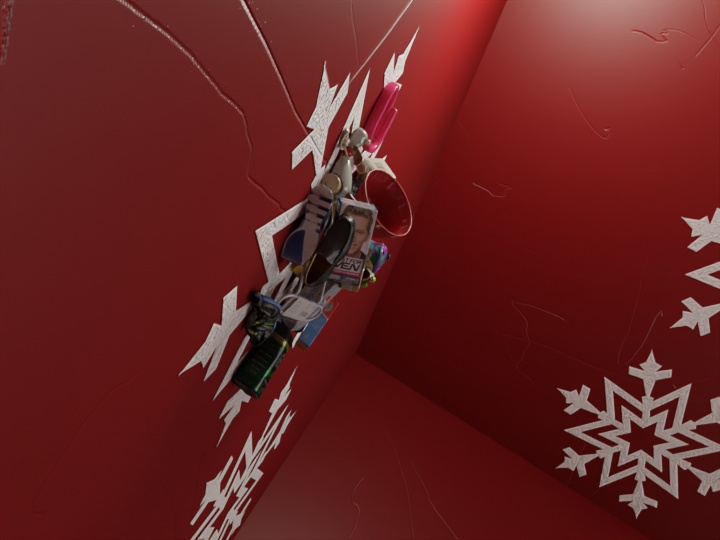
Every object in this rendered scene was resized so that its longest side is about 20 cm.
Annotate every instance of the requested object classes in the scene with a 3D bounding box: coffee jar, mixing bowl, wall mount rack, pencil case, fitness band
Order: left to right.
[{"bbox_3d":[-0.262,0.241,1.603,0.203,0.083,0.105,-59,171,-23],"label":"coffee jar"},{"bbox_3d":[-0.152,0.056,1.515,0.173,0.075,0.199,-43,153,9],"label":"wall mount rack"},{"bbox_3d":[-0.007,-0.078,1.779,0.095,0.197,0.085,-63,160,15],"label":"pencil case"},{"bbox_3d":[0.047,-0.171,1.674,0.107,0.203,0.201,-27,-165,38],"label":"mixing bowl"},{"bbox_3d":[0.058,-0.432,1.652,0.205,0.037,0.143,-64,169,3],"label":"fitness band"}]

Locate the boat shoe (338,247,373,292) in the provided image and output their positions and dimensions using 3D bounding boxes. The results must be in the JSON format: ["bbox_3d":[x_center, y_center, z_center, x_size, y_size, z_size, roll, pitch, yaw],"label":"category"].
[{"bbox_3d":[0.000,0.000,1.632,0.201,0.065,0.076,-56,170,-51],"label":"boat shoe"}]

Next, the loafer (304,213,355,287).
[{"bbox_3d":[-0.074,-0.041,1.407,0.204,0.071,0.072,-62,175,21],"label":"loafer"}]

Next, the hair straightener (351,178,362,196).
[{"bbox_3d":[-0.042,-0.215,1.693,0.200,0.041,0.078,-47,173,-44],"label":"hair straightener"}]

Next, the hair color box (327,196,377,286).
[{"bbox_3d":[-0.029,-0.071,1.474,0.061,0.096,0.207,-116,-143,-67],"label":"hair color box"}]

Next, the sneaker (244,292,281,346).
[{"bbox_3d":[-0.240,0.123,1.419,0.084,0.069,0.202,-60,174,-34],"label":"sneaker"}]

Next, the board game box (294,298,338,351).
[{"bbox_3d":[-0.136,0.164,1.773,0.155,0.040,0.200,-55,-179,-14],"label":"board game box"}]

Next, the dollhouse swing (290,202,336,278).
[{"bbox_3d":[-0.104,-0.088,1.622,0.200,0.169,0.189,70,15,-79],"label":"dollhouse swing"}]

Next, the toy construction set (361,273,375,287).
[{"bbox_3d":[-0.028,0.016,1.842,0.194,0.095,0.131,0,157,-32],"label":"toy construction set"}]

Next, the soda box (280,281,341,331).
[{"bbox_3d":[-0.136,0.080,1.637,0.200,0.064,0.068,-46,160,17],"label":"soda box"}]

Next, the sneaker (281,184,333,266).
[{"bbox_3d":[-0.114,-0.104,1.454,0.205,0.079,0.115,-64,169,-1],"label":"sneaker"}]

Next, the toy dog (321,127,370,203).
[{"bbox_3d":[-0.022,-0.254,1.489,0.205,0.094,0.132,-65,171,17],"label":"toy dog"}]

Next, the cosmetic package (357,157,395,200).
[{"bbox_3d":[0.030,-0.232,1.804,0.069,0.106,0.204,-3,131,-30],"label":"cosmetic package"}]
